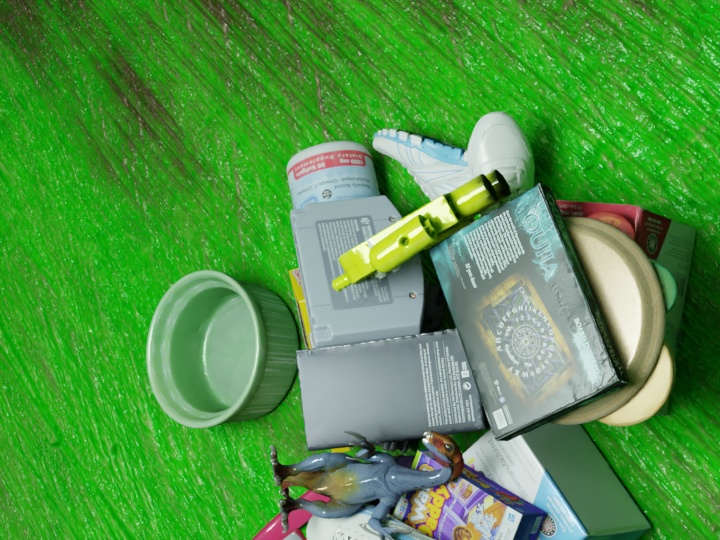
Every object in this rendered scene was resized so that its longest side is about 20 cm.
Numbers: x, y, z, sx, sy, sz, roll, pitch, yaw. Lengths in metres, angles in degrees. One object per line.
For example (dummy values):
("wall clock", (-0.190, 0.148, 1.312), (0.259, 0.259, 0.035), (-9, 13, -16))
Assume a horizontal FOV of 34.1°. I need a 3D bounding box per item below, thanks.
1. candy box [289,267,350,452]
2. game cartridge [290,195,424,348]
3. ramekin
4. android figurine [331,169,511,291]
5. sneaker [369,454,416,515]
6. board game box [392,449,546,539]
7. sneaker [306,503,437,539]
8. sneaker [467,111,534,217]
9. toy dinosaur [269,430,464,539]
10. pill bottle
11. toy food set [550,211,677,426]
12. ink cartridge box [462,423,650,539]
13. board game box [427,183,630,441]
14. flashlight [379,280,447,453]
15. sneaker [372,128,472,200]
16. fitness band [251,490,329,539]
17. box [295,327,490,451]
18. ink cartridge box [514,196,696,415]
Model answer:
("candy box", (-0.048, 0.105, 1.377), (0.026, 0.102, 0.201), (-13, 112, -4))
("game cartridge", (0.000, 0.000, 1.292), (0.133, 0.041, 0.200), (-8, 48, -4))
("ramekin", (-0.174, 0.104, 1.518), (0.200, 0.098, 0.201), (-6, 80, 37))
("android figurine", (0.057, -0.037, 1.197), (0.200, 0.182, 0.041), (-32, 88, 19))
("sneaker", (0.012, 0.264, 1.302), (0.087, 0.200, 0.076), (0, 105, 40))
("board game box", (0.082, 0.295, 1.146), (0.134, 0.045, 0.201), (26, 100, 39))
("sneaker", (0.012, 0.270, 1.130), (0.200, 0.072, 0.072), (9, 90, 46))
("sneaker", (0.165, -0.070, 1.261), (0.100, 0.075, 0.201), (-125, 25, -74))
("toy dinosaur", (0.006, 0.190, 1.141), (0.181, 0.200, 0.105), (-9, 99, -4))
("pill bottle", (-0.021, -0.046, 1.418), (0.109, 0.109, 0.201), (-23, 71, 33))
("toy food set", (0.198, 0.044, 1.094), (0.199, 0.049, 0.199), (-3, 81, 37))
("ink cartridge box", (0.158, 0.267, 1.213), (0.200, 0.146, 0.147), (-47, 58, 24))
("board game box", (0.151, 0.039, 1.081), (0.135, 0.028, 0.201), (-30, 66, 29))
("flashlight", (0.047, 0.109, 1.375), (0.068, 0.067, 0.201), (-174, 97, -76))
("sneaker", (0.088, -0.110, 1.371), (0.200, 0.075, 0.087), (23, 103, 37))
("fitness band", (-0.078, 0.311, 1.394), (0.200, 0.144, 0.037), (-40, 94, 27))
("box", (0.047, 0.126, 1.239), (0.181, 0.200, 0.105), (-8, 82, 12))
("ink cartridge box", (0.234, 0.039, 1.189), (0.144, 0.145, 0.201), (7, 87, 37))
